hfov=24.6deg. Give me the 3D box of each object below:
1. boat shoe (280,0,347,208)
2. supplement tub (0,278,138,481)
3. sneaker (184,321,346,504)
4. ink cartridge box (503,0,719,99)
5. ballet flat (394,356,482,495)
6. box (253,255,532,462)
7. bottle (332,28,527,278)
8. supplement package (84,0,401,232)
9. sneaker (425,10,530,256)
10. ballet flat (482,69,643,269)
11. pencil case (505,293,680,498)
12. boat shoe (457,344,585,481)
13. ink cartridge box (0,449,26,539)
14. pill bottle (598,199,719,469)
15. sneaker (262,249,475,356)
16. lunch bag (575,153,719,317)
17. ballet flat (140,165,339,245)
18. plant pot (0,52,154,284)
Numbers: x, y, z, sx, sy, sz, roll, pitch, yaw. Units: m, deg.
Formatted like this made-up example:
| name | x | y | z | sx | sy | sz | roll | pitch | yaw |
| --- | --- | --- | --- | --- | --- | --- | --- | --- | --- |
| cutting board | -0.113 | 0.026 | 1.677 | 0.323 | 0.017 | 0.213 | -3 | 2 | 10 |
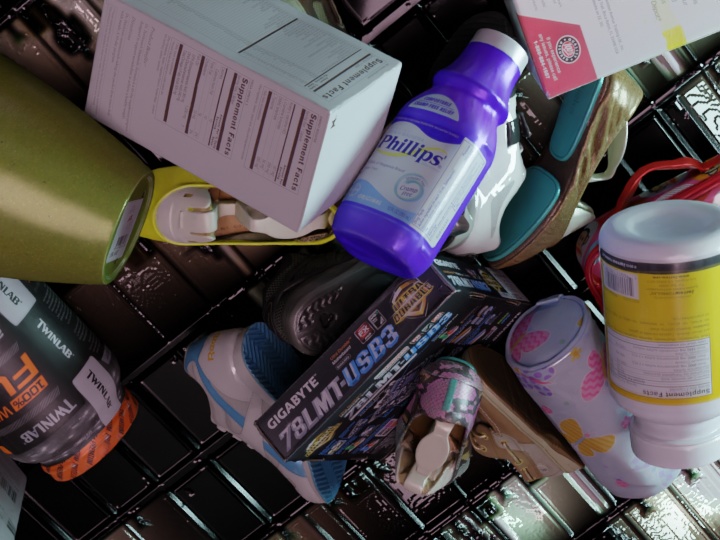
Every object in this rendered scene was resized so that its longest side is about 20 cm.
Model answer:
| name | x | y | z | sx | sy | sz | roll | pitch | yaw |
| --- | --- | --- | --- | --- | --- | --- | --- | --- | --- |
| boat shoe | -0.015 | -0.141 | 1.320 | 0.075 | 0.075 | 0.202 | -37 | 112 | -37 |
| supplement tub | -0.284 | 0.073 | 1.360 | 0.123 | 0.123 | 0.200 | -38 | 110 | 10 |
| sneaker | -0.077 | 0.125 | 1.433 | 0.081 | 0.077 | 0.200 | -9 | 126 | 32 |
| ink cartridge box | 0.210 | -0.245 | 1.297 | 0.200 | 0.083 | 0.145 | -21 | 112 | 3 |
| ballet flat | 0.059 | 0.143 | 1.365 | 0.069 | 0.071 | 0.200 | 19 | 150 | 5 |
| box | 0.032 | 0.076 | 1.359 | 0.200 | 0.198 | 0.050 | -47 | 68 | 14 |
| bottle | 0.059 | -0.092 | 1.255 | 0.200 | 0.083 | 0.065 | -58 | 143 | -14 |
| supplement package | -0.089 | -0.136 | 1.241 | 0.200 | 0.114 | 0.110 | 30 | 128 | 17 |
| sneaker | 0.100 | -0.110 | 1.354 | 0.088 | 0.074 | 0.200 | 9 | 94 | -45 |
| ballet flat | 0.177 | -0.081 | 1.380 | 0.072 | 0.068 | 0.200 | 18 | 106 | -32 |
| pencil case | 0.206 | 0.110 | 1.423 | 0.083 | 0.091 | 0.200 | -5 | 137 | 44 |
| boat shoe | 0.126 | 0.133 | 1.424 | 0.066 | 0.074 | 0.200 | -29 | 136 | 17 |
| ink cartridge box | -0.344 | 0.196 | 1.362 | 0.067 | 0.200 | 0.116 | -30 | 111 | 8 |
| pill bottle | 0.252 | 0.053 | 1.325 | 0.112 | 0.112 | 0.200 | -8 | 112 | -2 |
| sneaker | 0.000 | 0.000 | 1.389 | 0.199 | 0.114 | 0.076 | -31 | 115 | -23 |
| lunch bag | 0.290 | -0.018 | 1.403 | 0.200 | 0.082 | 0.176 | -30 | 107 | 8 |
| ballet flat | -0.105 | -0.048 | 1.357 | 0.200 | 0.067 | 0.067 | 1 | 112 | -6 |
| plant pot | -0.264 | -0.069 | 1.243 | 0.200 | 0.187 | 0.187 | 22 | 109 | 3 |
